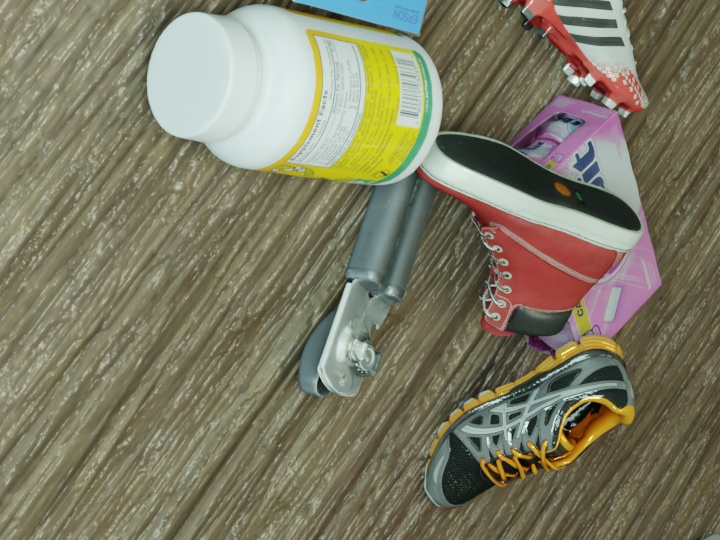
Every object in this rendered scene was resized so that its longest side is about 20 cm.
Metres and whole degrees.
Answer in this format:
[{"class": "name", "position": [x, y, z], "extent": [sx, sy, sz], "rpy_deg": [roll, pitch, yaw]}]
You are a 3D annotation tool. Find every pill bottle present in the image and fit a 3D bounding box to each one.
[{"class": "pill bottle", "position": [-0.046, -0.122, 1.515], "extent": [0.199, 0.112, 0.114], "rpy_deg": [5, 102, -48]}]

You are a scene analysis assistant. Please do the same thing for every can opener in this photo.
[{"class": "can opener", "position": [0.000, 0.000, 1.666], "extent": [0.053, 0.067, 0.201], "rpy_deg": [37, 64, -47]}]

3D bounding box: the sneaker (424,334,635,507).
[{"class": "sneaker", "position": [0.138, 0.134, 1.796], "extent": [0.200, 0.077, 0.078], "rpy_deg": [-38, 134, 11]}]

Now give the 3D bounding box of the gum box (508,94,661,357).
[{"class": "gum box", "position": [0.173, -0.036, 1.812], "extent": [0.113, 0.066, 0.201], "rpy_deg": [-43, 132, -28]}]

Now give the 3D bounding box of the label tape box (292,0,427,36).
[{"class": "label tape box", "position": [0.002, -0.279, 1.540], "extent": [0.144, 0.063, 0.202], "rpy_deg": [8, 99, -49]}]

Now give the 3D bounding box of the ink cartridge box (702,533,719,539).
[{"class": "ink cartridge box", "position": [0.304, 0.355, 2.093], "extent": [0.199, 0.085, 0.147], "rpy_deg": [-16, 117, -40]}]

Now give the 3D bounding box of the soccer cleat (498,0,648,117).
[{"class": "soccer cleat", "position": [0.188, -0.197, 1.765], "extent": [0.085, 0.069, 0.200], "rpy_deg": [-50, 132, 0]}]

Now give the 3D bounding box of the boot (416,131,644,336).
[{"class": "boot", "position": [0.102, -0.018, 1.696], "extent": [0.199, 0.073, 0.145], "rpy_deg": [23, 121, -27]}]
